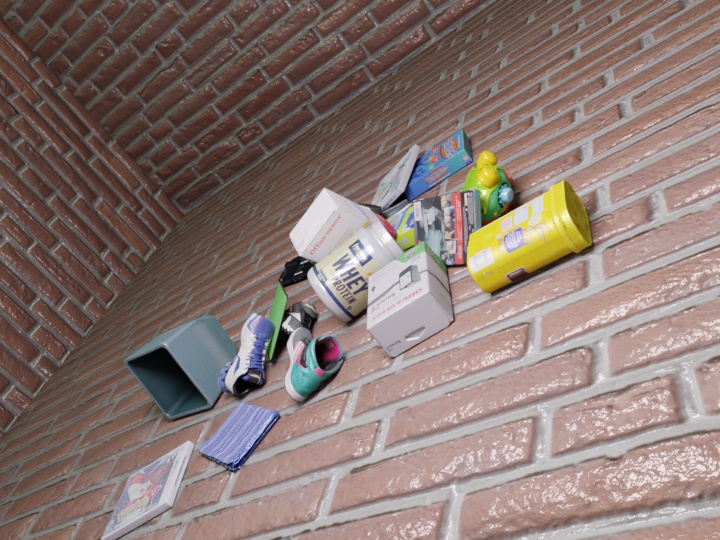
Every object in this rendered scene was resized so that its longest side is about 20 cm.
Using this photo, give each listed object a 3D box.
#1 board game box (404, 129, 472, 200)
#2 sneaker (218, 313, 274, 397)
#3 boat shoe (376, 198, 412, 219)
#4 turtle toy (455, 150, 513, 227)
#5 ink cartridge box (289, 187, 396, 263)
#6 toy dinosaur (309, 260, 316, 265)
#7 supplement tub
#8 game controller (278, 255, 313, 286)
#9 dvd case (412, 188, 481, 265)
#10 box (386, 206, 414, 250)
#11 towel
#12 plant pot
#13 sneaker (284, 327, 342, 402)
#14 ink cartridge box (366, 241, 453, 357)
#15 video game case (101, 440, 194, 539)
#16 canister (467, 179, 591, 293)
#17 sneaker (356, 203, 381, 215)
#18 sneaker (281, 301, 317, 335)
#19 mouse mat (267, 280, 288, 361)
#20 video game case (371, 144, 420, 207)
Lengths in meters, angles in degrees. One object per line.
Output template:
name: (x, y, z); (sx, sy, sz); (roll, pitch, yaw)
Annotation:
board game box: (0.206, -0.286, 1.860); (0.199, 0.045, 0.152); (-31, 23, 22)
sneaker: (-0.246, 0.209, 1.586); (0.115, 0.080, 0.200); (22, 84, 57)
boat shoe: (0.045, -0.136, 1.793); (0.200, 0.062, 0.075); (-33, -10, 27)
turtle toy: (0.264, -0.165, 1.437); (0.146, 0.101, 0.200); (-58, 9, 34)
ink cartridge box: (-0.038, -0.080, 1.575); (0.148, 0.199, 0.086); (-51, 43, 17)
toy dinosaur: (-0.050, -0.042, 1.764); (0.136, 0.086, 0.200); (-48, 17, -22)
supplement tub: (0.000, 0.000, 1.502); (0.200, 0.145, 0.145); (-39, 21, 5)
game controller: (-0.157, -0.011, 1.958); (0.199, 0.042, 0.105); (-20, 43, 44)
dvd case: (0.175, -0.083, 1.407); (0.022, 0.147, 0.200); (-2, -1, -33)
box: (0.104, -0.096, 1.656); (0.199, 0.048, 0.122); (-25, 26, 37)
towel: (-0.257, 0.339, 1.436); (0.145, 0.024, 0.200); (-50, 23, -25)
plant pot: (-0.430, 0.226, 1.744); (0.195, 0.197, 0.200); (-23, 17, 38)
sneaker: (-0.093, 0.165, 1.414); (0.121, 0.084, 0.200); (-38, 28, 21)
ink cartridge box: (0.093, 0.052, 1.324); (0.146, 0.084, 0.200); (-34, 22, 18)
video game case: (-0.463, 0.482, 1.503); (0.200, 0.023, 0.182); (-33, 22, 18)
canister: (0.290, -0.056, 1.204); (0.200, 0.087, 0.149); (-30, 23, 29)
sneaker: (-0.015, -0.126, 1.752); (0.200, 0.075, 0.088); (6, 94, 54)
sneaker: (-0.140, 0.116, 1.621); (0.090, 0.066, 0.200); (-44, 19, -4)
mouse mat: (-0.206, 0.119, 1.669); (0.200, 0.007, 0.162); (-139, 63, -73)
video game case: (0.087, -0.235, 1.906); (0.182, 0.022, 0.201); (-44, 19, 45)
